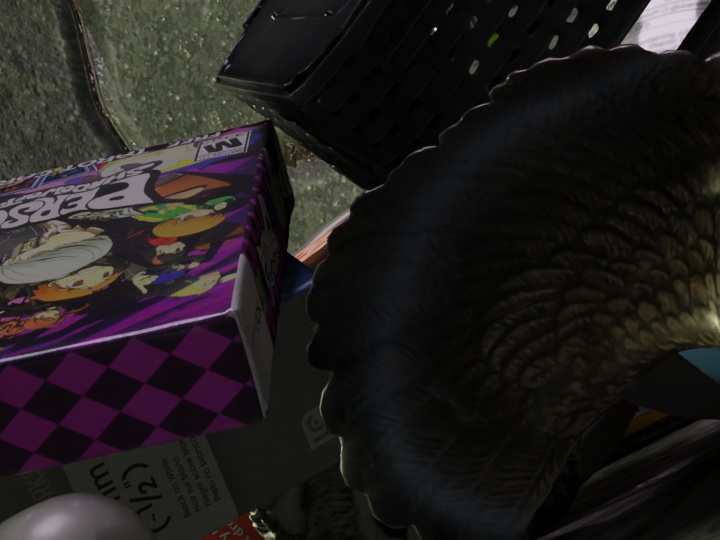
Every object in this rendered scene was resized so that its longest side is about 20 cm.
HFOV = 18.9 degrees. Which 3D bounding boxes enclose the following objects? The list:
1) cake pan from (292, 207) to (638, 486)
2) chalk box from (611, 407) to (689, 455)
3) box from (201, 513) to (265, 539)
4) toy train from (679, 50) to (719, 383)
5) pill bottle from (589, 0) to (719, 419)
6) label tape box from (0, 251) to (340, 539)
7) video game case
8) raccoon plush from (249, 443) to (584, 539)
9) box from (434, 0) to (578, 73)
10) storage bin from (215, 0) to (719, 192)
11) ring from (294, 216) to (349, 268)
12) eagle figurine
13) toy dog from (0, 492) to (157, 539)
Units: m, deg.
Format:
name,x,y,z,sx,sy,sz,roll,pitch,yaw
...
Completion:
name,x,y,z,sx,sy,sz,roll,pitch,yaw
cake pan,0.035,0.038,0.899,0.200,0.037,0.201,-19,43,19
chalk box,0.109,0.021,1.059,0.124,0.124,0.200,-27,-3,13
box,-0.090,0.130,0.896,0.099,0.096,0.200,-27,-3,-10
toy train,0.143,-0.064,0.659,0.200,0.087,0.114,-58,9,-31
pill bottle,0.136,-0.055,0.823,0.113,0.113,0.201,-29,39,41
label tape box,-0.114,0.052,0.692,0.200,0.066,0.143,-29,27,-14
video game case,-0.121,0.015,0.615,0.199,0.036,0.181,-12,19,5
raccoon plush,-0.012,0.082,0.775,0.134,0.097,0.200,-32,5,-32
box,0.104,-0.102,1.044,0.112,0.102,0.200,-27,-4,4
storage bin,0.038,-0.086,0.676,0.135,0.094,0.200,-54,12,-1
ring,0.000,0.000,0.839,0.200,0.019,0.200,-35,7,5
eagle figurine,0.091,0.003,0.500,0.151,0.152,0.200,-48,11,-22
toy dog,-0.127,0.134,0.569,0.131,0.097,0.200,4,-29,-21
